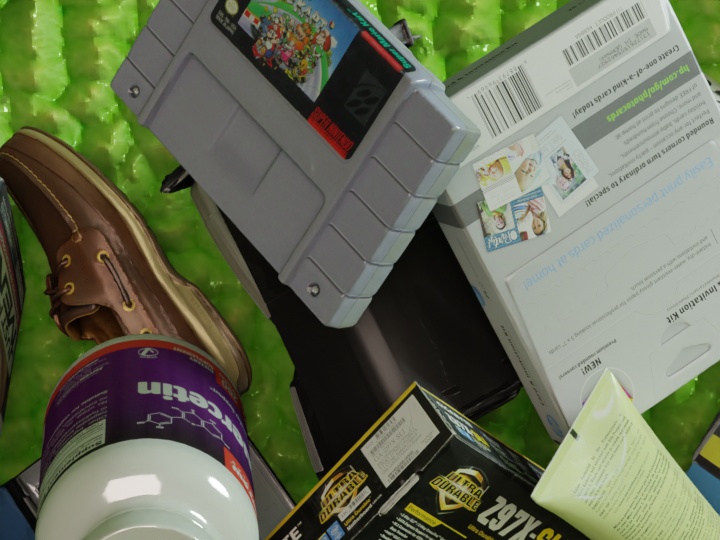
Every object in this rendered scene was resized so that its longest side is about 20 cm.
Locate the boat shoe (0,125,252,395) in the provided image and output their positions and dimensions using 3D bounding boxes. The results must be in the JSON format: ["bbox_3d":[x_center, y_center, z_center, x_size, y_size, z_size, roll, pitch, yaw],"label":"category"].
[{"bbox_3d":[-0.146,0.006,1.295,0.067,0.072,0.200,-37,81,-23],"label":"boat shoe"}]

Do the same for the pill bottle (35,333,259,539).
[{"bbox_3d":[-0.109,0.118,1.172,0.111,0.200,0.114,-2,112,-6],"label":"pill bottle"}]

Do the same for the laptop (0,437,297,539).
[{"bbox_3d":[-0.129,0.177,1.272,0.199,0.116,0.188,-36,86,0],"label":"laptop"}]

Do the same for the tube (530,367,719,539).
[{"bbox_3d":[0.156,0.132,1.213,0.052,0.200,0.058,-24,46,22],"label":"tube"}]

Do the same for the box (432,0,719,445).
[{"bbox_3d":[0.125,-0.031,1.191,0.155,0.041,0.201,-33,106,-12],"label":"box"}]

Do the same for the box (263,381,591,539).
[{"bbox_3d":[0.043,0.166,1.221,0.160,0.200,0.049,-48,43,8],"label":"box"}]

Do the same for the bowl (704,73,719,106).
[{"bbox_3d":[0.144,-0.032,1.282,0.199,0.094,0.203,0,87,2],"label":"bowl"}]

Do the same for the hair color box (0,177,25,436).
[{"bbox_3d":[-0.228,0.055,1.245,0.060,0.100,0.201,1,50,3],"label":"hair color box"}]

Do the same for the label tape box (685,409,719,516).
[{"bbox_3d":[0.278,0.088,1.272,0.143,0.066,0.201,33,118,5],"label":"label tape box"}]

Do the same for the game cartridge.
[{"bbox_3d":[-0.038,-0.084,1.158,0.200,0.038,0.130,47,119,30],"label":"game cartridge"}]

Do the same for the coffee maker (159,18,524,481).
[{"bbox_3d":[0.000,0.000,1.240,0.134,0.192,0.201,-27,87,-15],"label":"coffee maker"}]
